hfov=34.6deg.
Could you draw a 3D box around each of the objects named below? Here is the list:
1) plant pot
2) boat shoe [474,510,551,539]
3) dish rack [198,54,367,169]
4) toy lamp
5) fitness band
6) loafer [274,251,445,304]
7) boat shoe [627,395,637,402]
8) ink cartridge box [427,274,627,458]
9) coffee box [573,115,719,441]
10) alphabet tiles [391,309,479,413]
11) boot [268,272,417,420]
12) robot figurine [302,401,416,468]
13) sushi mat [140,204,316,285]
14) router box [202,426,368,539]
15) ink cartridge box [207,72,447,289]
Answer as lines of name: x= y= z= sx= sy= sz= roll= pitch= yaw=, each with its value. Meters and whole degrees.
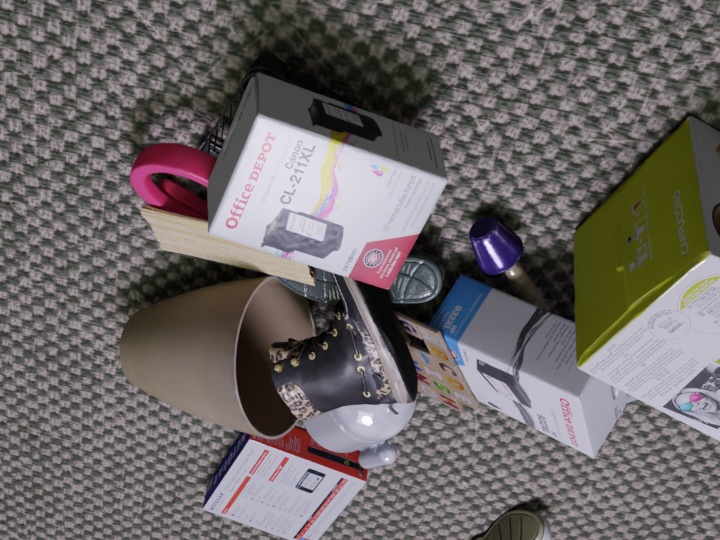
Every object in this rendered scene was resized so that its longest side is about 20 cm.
plant pot: x=-0.182 y=0.096 z=1.375 sx=0.197 sy=0.189 sz=0.189 roll=2 pitch=137 yaw=26
boat shoe: x=0.221 y=0.408 z=1.691 sx=0.068 sy=0.076 sz=0.200 roll=21 pitch=141 yaw=-21
dish rack: x=-0.088 y=-0.124 z=1.211 sx=0.152 sy=0.055 sz=0.200 roll=28 pitch=133 yaw=-18
toy lamp: x=0.184 y=0.017 z=1.310 sx=0.058 sy=0.059 sz=0.200 roll=-21 pitch=127 yaw=27
fitness band: x=-0.153 y=-0.072 z=1.243 sx=0.198 sy=0.038 sz=0.143 roll=29 pitch=159 yaw=-23
loafer: x=0.000 y=0.000 z=1.316 sx=0.197 sy=0.063 sz=0.073 roll=7 pitch=107 yaw=14
boat shoe: x=0.317 y=0.124 z=1.395 sx=0.197 sy=0.069 sz=0.057 roll=-13 pitch=129 yaw=11
ink cartridge box: x=0.188 y=0.107 z=1.300 sx=0.198 sy=0.084 sz=0.146 roll=24 pitch=156 yaw=31
coffee box: x=0.351 y=0.010 z=1.176 sx=0.196 sy=0.201 sz=0.200 roll=25 pitch=134 yaw=-17
alphabet tiles: x=0.057 y=0.100 z=1.375 sx=0.166 sy=0.008 sz=0.201 roll=23 pitch=156 yaw=37
boot: x=-0.035 y=0.074 z=1.283 sx=0.149 sy=0.073 sz=0.202 roll=-17 pitch=113 yaw=21
robot figurine: x=-0.003 y=0.158 z=1.414 sx=0.112 sy=0.172 sz=0.200 roll=-19 pitch=173 yaw=-28
sushi mat: x=-0.146 y=-0.027 z=1.281 sx=0.197 sy=0.012 sz=0.096 roll=13 pitch=157 yaw=15
router box: x=-0.107 y=0.301 z=1.641 sx=0.177 sy=0.049 sz=0.201 roll=23 pitch=134 yaw=-14
ink cartridge box: x=-0.037 y=-0.083 z=1.130 sx=0.197 sy=0.083 sz=0.147 roll=16 pitch=124 yaw=-18
